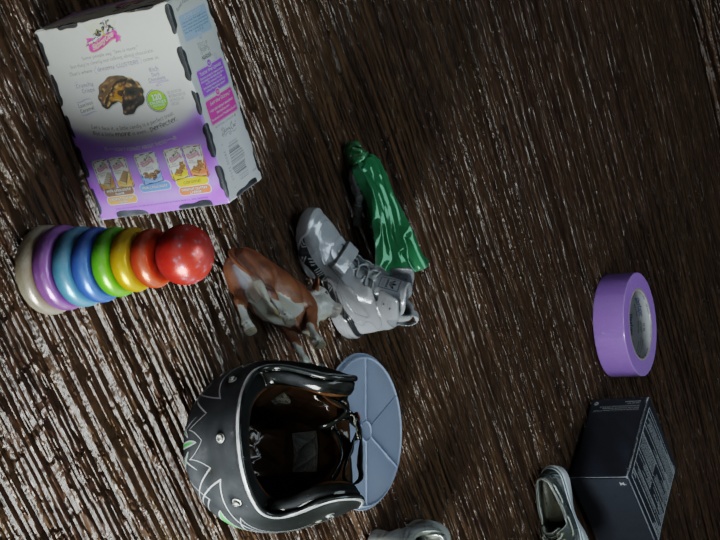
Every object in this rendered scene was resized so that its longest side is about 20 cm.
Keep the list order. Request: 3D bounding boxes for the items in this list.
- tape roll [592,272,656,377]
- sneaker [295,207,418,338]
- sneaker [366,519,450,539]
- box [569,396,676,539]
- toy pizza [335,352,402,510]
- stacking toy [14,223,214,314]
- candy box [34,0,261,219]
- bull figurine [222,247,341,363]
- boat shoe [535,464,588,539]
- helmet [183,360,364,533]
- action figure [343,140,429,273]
[{"bbox_3d":[0.519,0.107,2.662,0.199,0.065,0.204,15,72,-59],"label":"tape roll"},{"bbox_3d":[0.000,0.000,1.720,0.202,0.113,0.076,65,36,-31],"label":"sneaker"},{"bbox_3d":[0.087,0.380,1.838,0.199,0.098,0.076,6,79,-61],"label":"sneaker"},{"bbox_3d":[0.487,0.375,2.509,0.201,0.122,0.199,62,36,-31],"label":"box"},{"bbox_3d":[-0.005,0.209,1.768,0.199,0.031,0.204,11,77,-58],"label":"toy pizza"},{"bbox_3d":[-0.221,-0.007,1.251,0.085,0.197,0.087,12,76,-58],"label":"stacking toy"},{"bbox_3d":[-0.206,-0.162,1.331,0.072,0.166,0.203,-44,124,-53],"label":"candy box"},{"bbox_3d":[-0.088,0.042,1.595,0.199,0.065,0.122,31,27,-46],"label":"bull figurine"},{"bbox_3d":[0.332,0.434,2.301,0.071,0.071,0.203,-18,92,-50],"label":"boat shoe"},{"bbox_3d":[-0.096,0.188,1.456,0.200,0.187,0.204,178,-90,-81],"label":"helmet"},{"bbox_3d":[0.023,-0.081,1.833,0.118,0.054,0.203,-37,111,-54],"label":"action figure"}]
